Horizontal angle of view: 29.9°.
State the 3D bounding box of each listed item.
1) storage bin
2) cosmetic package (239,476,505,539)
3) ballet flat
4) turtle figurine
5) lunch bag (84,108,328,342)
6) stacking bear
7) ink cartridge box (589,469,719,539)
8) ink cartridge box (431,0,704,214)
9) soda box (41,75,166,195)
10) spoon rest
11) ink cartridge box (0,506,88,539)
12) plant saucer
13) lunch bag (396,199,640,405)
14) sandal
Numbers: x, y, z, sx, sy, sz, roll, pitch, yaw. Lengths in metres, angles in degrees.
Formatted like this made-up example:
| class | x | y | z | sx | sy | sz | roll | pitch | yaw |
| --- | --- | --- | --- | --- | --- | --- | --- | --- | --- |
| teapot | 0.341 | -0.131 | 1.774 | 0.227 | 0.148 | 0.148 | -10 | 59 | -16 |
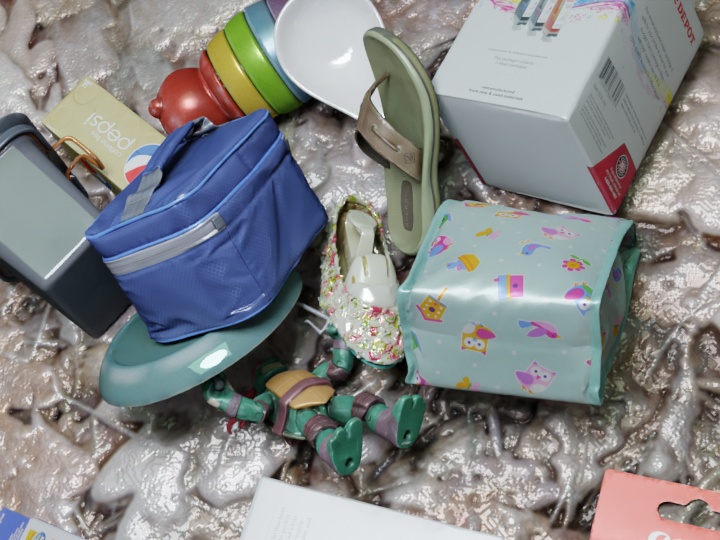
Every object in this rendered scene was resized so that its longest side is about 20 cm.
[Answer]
| class | x | y | z | sx | sy | sz | roll | pitch | yaw |
| --- | --- | --- | --- | --- | --- | --- | --- | --- | --- |
| storage bin | -0.271 | -0.034 | 1.218 | 0.134 | 0.200 | 0.146 | 39 | 79 | 16 |
| cosmetic package | -0.002 | 0.286 | 1.019 | 0.199 | 0.123 | 0.200 | 12 | 69 | 19 |
| ballet flat | 0.000 | 0.000 | 1.149 | 0.075 | 0.064 | 0.200 | 4 | 33 | -18 |
| turtle figurine | -0.047 | 0.099 | 1.136 | 0.150 | 0.101 | 0.200 | -37 | 41 | -25 |
| lunch bag | -0.126 | -0.052 | 1.134 | 0.135 | 0.133 | 0.200 | -16 | 25 | 30 |
| stacking bear | -0.108 | -0.192 | 1.294 | 0.200 | 0.121 | 0.114 | -33 | 53 | 9 |
| ink cartridge box | 0.236 | 0.255 | 1.013 | 0.162 | 0.057 | 0.201 | 10 | 72 | 20 |
| ink cartridge box | 0.182 | -0.181 | 1.169 | 0.144 | 0.145 | 0.200 | 17 | 69 | 37 |
| soda box | -0.215 | -0.102 | 1.299 | 0.200 | 0.064 | 0.068 | 38 | 79 | 27 |
| spoon rest | 0.004 | -0.167 | 1.209 | 0.099 | 0.061 | 0.200 | -38 | 100 | 6 |
| ink cartridge box | -0.243 | 0.288 | 1.131 | 0.199 | 0.042 | 0.120 | 18 | 71 | 20 |
| plant saucer | -0.144 | 0.044 | 1.161 | 0.200 | 0.027 | 0.200 | -26 | 21 | 11 |
| lunch bag | 0.136 | 0.012 | 1.114 | 0.170 | 0.122 | 0.200 | 4 | 31 | 18 |
| sandal | 0.028 | -0.105 | 1.146 | 0.057 | 0.202 | 0.080 | -16 | 19 | -26 |
